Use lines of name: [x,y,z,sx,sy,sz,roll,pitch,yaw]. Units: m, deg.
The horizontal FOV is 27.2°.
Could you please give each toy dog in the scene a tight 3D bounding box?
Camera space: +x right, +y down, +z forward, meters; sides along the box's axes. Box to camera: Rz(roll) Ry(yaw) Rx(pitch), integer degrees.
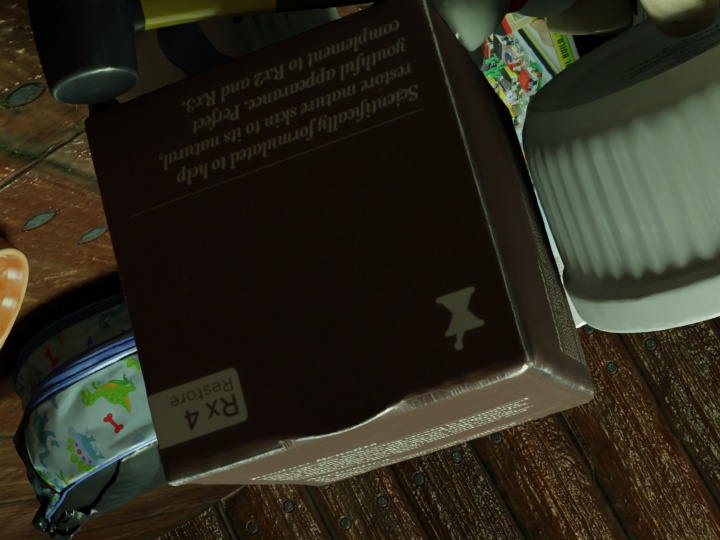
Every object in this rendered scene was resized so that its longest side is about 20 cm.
toy dog: [0.065,-0.159,0.786,0.095,0.134,0.199,2,-178,37]

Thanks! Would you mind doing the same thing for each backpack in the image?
backpack: [-0.179,0.098,1.149,0.181,0.148,0.200,-24,171,-25]

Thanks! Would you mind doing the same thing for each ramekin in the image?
ramekin: [0.172,-0.067,0.712,0.198,0.106,0.200,-27,-168,6]

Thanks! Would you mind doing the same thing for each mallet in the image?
mallet: [-0.049,-0.127,0.645,0.198,0.067,0.041,-19,171,-22]

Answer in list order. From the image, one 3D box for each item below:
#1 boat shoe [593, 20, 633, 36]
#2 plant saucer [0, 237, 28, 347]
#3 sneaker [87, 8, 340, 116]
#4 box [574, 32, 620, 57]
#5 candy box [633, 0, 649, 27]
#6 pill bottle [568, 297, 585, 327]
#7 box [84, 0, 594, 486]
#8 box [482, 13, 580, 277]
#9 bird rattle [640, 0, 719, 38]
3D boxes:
boat shoe: [0.198,-0.216,0.940,0.198,0.076,0.066,-24,160,39]
plant saucer: [-0.272,0.061,0.882,0.201,0.032,0.200,-53,174,-9]
sneaker: [-0.075,-0.096,0.768,0.114,0.081,0.199,-27,167,21]
box: [0.212,-0.169,1.041,0.159,0.044,0.200,-31,-164,4]
candy box: [0.194,-0.095,0.879,0.060,0.203,0.137,2,-158,14]
pill bottle: [0.107,-0.059,1.013,0.113,0.202,0.114,-26,-179,1]
box: [0.000,0.000,0.697,0.164,0.166,0.200,-18,167,13]
box: [0.093,-0.085,0.915,0.109,0.202,0.035,-26,-167,-20]
bird rattle: [0.121,-0.180,0.671,0.111,0.165,0.200,-13,159,13]
